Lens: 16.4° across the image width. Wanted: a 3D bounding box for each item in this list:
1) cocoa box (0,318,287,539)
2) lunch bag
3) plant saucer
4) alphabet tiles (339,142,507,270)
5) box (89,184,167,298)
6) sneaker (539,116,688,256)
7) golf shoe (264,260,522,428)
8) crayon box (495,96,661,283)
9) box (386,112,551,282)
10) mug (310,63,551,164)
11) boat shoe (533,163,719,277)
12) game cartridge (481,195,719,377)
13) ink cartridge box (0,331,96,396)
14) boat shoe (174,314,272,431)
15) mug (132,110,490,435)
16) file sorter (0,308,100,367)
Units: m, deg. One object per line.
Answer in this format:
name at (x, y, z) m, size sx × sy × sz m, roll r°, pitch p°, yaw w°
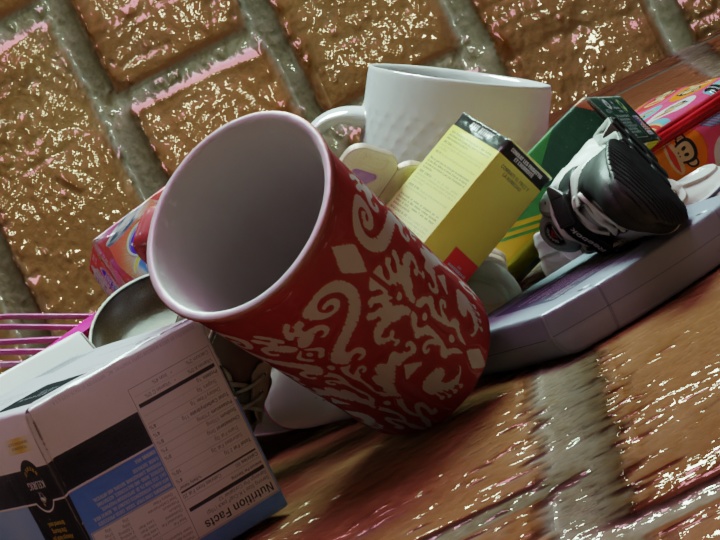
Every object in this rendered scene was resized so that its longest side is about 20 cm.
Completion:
cocoa box at (-0.161, 0.126, 1.552) m, size 0.133 × 0.132 × 0.200 m, roll -29°, pitch 5°, yaw -28°
lunch bag at (0.219, -0.075, 1.979) m, size 0.176 × 0.082 × 0.200 m, roll -33°, pitch 5°, yaw -24°
plant saucer at (-0.100, 0.066, 1.833) m, size 0.198 × 0.032 × 0.201 m, roll 6°, pitch 37°, yaw -4°
alphabet tiles at (0.000, 0.000, 1.735) m, size 0.196 × 0.199 × 0.015 m, roll -54°, pitch 32°, yaw 32°
box at (-0.153, -0.001, 2.012) m, size 0.094 × 0.103 × 0.200 m, roll -37°, pitch -2°, yaw -10°
sneaker at (0.158, -0.039, 1.634) m, size 0.088 × 0.074 × 0.200 m, roll -44°, pitch 4°, yaw 10°
golf shoe at (0.016, 0.056, 1.707) m, size 0.199 × 0.076 × 0.092 m, roll -27°, pitch 9°, yaw 14°
crayon box at (0.124, -0.042, 1.836) m, size 0.200 × 0.051 × 0.127 m, roll -46°, pitch -9°, yaw 14°
box at (0.035, -0.007, 1.655) m, size 0.200 × 0.050 × 0.075 m, roll -50°, pitch 31°, yaw -3°
mug at (0.043, -0.069, 1.970) m, size 0.198 × 0.177 × 0.148 m, roll 6°, pitch 8°, yaw -7°
boat shoe at (0.197, -0.041, 1.785) m, size 0.199 × 0.066 × 0.072 m, roll -30°, pitch 6°, yaw -33°
game cartridge at (0.162, 0.009, 1.628) m, size 0.199 × 0.041 × 0.133 m, roll -30°, pitch 3°, yaw -34°
ink cartridge box at (-0.258, 0.150, 1.752) m, size 0.200 × 0.084 × 0.145 m, roll -48°, pitch -9°, yaw 36°
boat shoe at (-0.087, 0.076, 1.658) m, size 0.075 × 0.072 × 0.201 m, roll -7°, pitch -41°, yaw -27°
mug at (-0.027, 0.000, 1.520) m, size 0.134 × 0.200 × 0.177 m, roll -50°, pitch 45°, yaw 2°
file sorter at (-0.270, 0.115, 1.968) m, size 0.124 × 0.140 × 0.200 m, roll -1°, pitch 10°, yaw 9°
